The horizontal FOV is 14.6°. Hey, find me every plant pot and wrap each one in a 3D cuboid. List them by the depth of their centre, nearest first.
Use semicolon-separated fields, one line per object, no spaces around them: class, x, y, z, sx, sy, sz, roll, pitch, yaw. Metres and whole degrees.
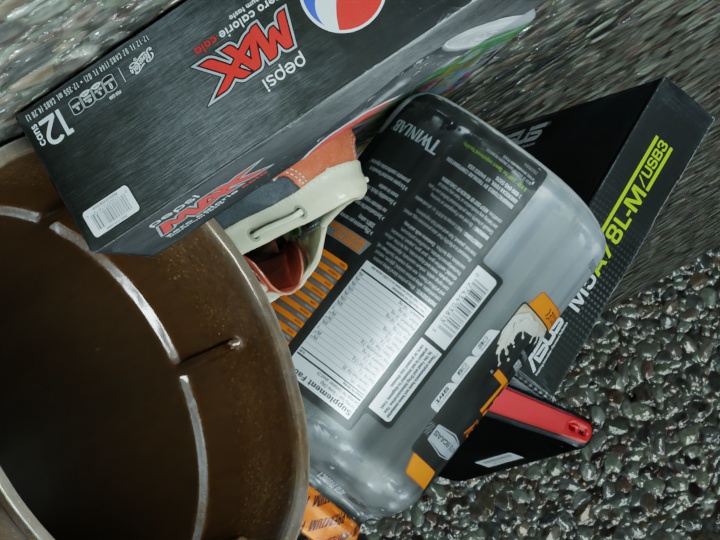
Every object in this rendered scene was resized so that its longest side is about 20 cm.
plant pot;-0.160;0.073;1.144;0.198;0.201;0.200;-25;177;34

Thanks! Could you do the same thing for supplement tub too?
supplement tub;0.012;0.028;1.319;0.200;0.122;0.123;-52;174;-4

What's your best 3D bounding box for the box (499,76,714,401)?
box;0.092;-0.008;1.591;0.193;0.047;0.200;-60;-162;-18

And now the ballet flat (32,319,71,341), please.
ballet flat;-0.146;0.022;1.255;0.200;0.073;0.073;-35;171;29

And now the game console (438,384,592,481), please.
game console;0.015;0.070;1.546;0.176;0.031;0.200;19;165;-15

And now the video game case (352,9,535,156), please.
video game case;-0.034;-0.060;1.334;0.200;0.022;0.182;-24;170;-41

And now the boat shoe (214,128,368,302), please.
boat shoe;-0.045;-0.018;1.231;0.071;0.063;0.200;-29;168;-27

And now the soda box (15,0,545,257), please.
soda box;-0.025;-0.083;1.060;0.200;0.063;0.071;-32;171;14
